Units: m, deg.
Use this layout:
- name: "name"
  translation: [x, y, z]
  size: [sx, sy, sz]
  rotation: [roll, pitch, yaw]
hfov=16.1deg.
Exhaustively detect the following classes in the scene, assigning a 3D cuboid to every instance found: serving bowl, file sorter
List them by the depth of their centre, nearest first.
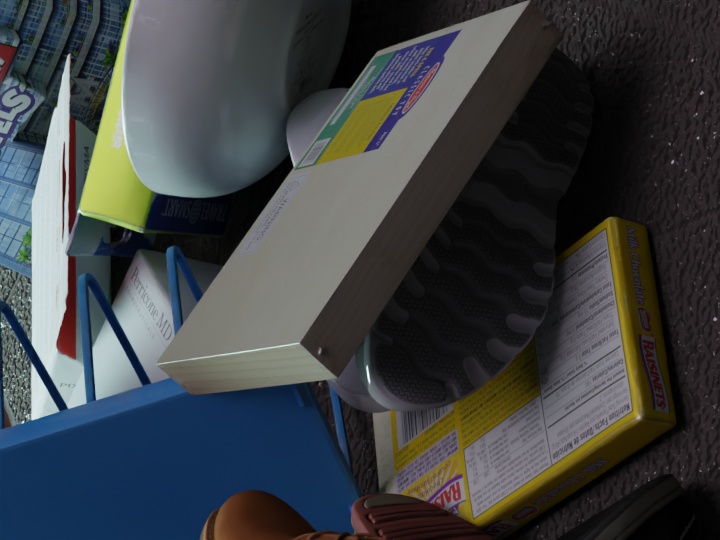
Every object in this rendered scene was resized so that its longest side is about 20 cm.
- name: "file sorter"
  translation: [-0.113, 0.077, 1.255]
  size: [0.200, 0.139, 0.123]
  rotation: [-18, 43, 6]
- name: "serving bowl"
  translation: [-0.051, -0.128, 1.327]
  size: [0.066, 0.200, 0.200]
  rotation: [18, 96, 17]

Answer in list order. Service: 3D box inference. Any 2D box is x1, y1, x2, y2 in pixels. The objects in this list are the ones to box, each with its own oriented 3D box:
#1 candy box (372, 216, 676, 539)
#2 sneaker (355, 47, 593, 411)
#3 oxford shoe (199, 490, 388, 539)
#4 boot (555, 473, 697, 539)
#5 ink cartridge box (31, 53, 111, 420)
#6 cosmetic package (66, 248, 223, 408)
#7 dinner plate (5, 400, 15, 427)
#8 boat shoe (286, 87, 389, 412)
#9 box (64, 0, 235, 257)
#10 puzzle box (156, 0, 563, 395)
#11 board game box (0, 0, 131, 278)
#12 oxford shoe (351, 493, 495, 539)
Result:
- name: "candy box"
  translation: [0.070, 0.065, 1.175]
  size: [0.200, 0.026, 0.102]
  rotation: [-40, 48, 46]
- name: "sneaker"
  translation: [0.046, -0.012, 1.163]
  size: [0.082, 0.075, 0.200]
  rotation: [-28, 27, 51]
- name: "oxford shoe"
  translation: [-0.008, 0.136, 1.086]
  size: [0.200, 0.071, 0.071]
  rotation: [40, 120, 54]
- name: "boot"
  translation: [0.113, 0.182, 1.003]
  size: [0.154, 0.204, 0.073]
  rotation: [50, 126, 1]
- name: "ink cartridge box"
  translation: [-0.164, -0.012, 1.501]
  size: [0.200, 0.050, 0.161]
  rotation: [121, 149, -62]
- name: "cosmetic package"
  translation: [-0.118, 0.101, 1.426]
  size: [0.200, 0.071, 0.101]
  rotation: [-64, 34, 21]
- name: "dinner plate"
  translation: [-0.213, 0.131, 1.338]
  size: [0.024, 0.200, 0.200]
  rotation: [-8, 66, 12]
- name: "boat shoe"
  translation: [0.000, 0.000, 1.273]
  size: [0.068, 0.072, 0.200]
  rotation: [82, 175, -49]
- name: "box"
  translation: [-0.096, -0.098, 1.406]
  size: [0.048, 0.122, 0.200]
  rotation: [17, 95, 18]
- name: "puzzle box"
  translation: [0.000, -0.031, 1.137]
  size: [0.200, 0.025, 0.133]
  rotation: [-56, 21, -23]
- name: "board game box"
  translation: [-0.257, -0.103, 1.594]
  size: [0.200, 0.200, 0.062]
  rotation: [-59, 35, 29]
- name: "oxford shoe"
  translation: [0.049, 0.175, 1.115]
  size: [0.200, 0.071, 0.074]
  rotation: [50, 130, 43]
